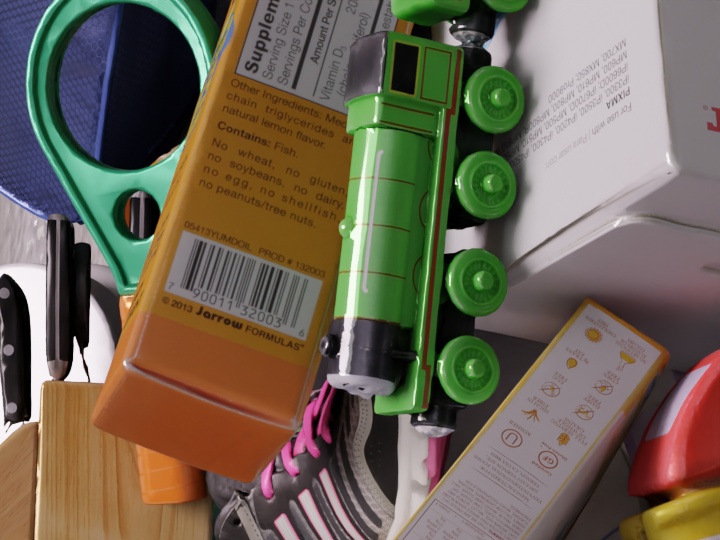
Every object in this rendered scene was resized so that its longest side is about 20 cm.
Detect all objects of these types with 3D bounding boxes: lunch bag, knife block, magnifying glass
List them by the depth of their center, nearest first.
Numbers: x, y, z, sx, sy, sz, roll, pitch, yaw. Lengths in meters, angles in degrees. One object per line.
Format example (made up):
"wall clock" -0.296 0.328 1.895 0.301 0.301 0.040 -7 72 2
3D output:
"magnifying glass" -0.080 -0.013 0.955 0.079 0.022 0.201 -5 91 20
"knife block" -0.079 0.077 1.000 0.176 0.200 0.064 -43 0 -4
"lunch bag" -0.112 -0.139 1.057 0.136 0.132 0.201 33 136 18

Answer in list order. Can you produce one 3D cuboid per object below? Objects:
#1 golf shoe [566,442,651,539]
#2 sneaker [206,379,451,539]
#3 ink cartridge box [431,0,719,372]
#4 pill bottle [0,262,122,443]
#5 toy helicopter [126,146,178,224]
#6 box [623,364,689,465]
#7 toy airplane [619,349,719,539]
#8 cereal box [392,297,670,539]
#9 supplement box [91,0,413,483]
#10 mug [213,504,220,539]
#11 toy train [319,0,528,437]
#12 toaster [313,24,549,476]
"golf shoe" 0.058 0.138 0.957 0.078 0.097 0.201 -26 56 58
"sneaker" -0.014 0.072 0.929 0.200 0.087 0.074 99 -175 -50
"ink cartridge box" 0.118 -0.082 0.878 0.145 0.145 0.201 -37 48 53
"pill bottle" -0.113 0.059 1.163 0.113 0.200 0.115 -3 81 19
"toy helicopter" -0.088 -0.043 1.240 0.079 0.200 0.132 -47 -10 -29
"box" 0.106 -0.004 0.983 0.039 0.041 0.201 -55 35 38
"toy airplane" 0.110 0.146 0.804 0.199 0.140 0.201 -108 28 -54
"cereal box" 0.020 0.116 0.824 0.200 0.039 0.144 -48 -12 -39
"supplement box" -0.032 -0.033 0.887 0.067 0.069 0.201 126 163 -63
"mug" -0.054 0.156 1.108 0.114 0.152 0.186 34 98 19
"toy train" 0.022 -0.047 0.830 0.042 0.056 0.201 -14 68 62
"toaster" 0.000 0.000 1.050 0.181 0.118 0.201 -101 20 -46
